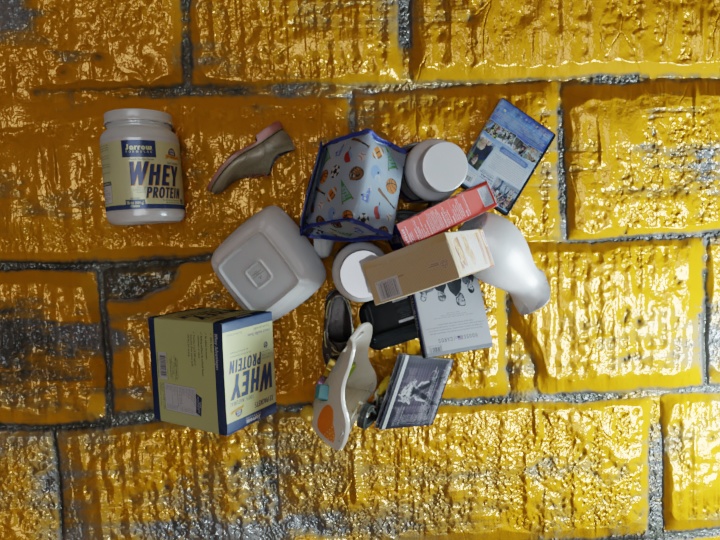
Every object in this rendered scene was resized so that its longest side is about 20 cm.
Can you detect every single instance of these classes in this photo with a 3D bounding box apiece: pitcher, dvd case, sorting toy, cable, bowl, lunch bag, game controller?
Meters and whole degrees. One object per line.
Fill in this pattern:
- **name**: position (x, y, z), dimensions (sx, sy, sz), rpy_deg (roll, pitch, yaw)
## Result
- **pitcher**: position (0.281, -0.034, 1.017), dimensions (0.200, 0.173, 0.121), rpy_deg (41, 125, -20)
- **dvd case**: position (0.172, 0.061, 1.010), dimensions (0.148, 0.025, 0.203), rpy_deg (-5, 77, -18)
- **sorting toy**: position (-0.024, 0.195, 0.973), dimensions (0.106, 0.200, 0.182), rpy_deg (23, 109, 10)
- **cable**: position (0.024, 0.275, 1.018), dimensions (0.050, 0.199, 0.098), rpy_deg (23, 105, 23)
- **dvd case**: position (0.114, 0.244, 1.039), dimensions (0.016, 0.199, 0.151), rpy_deg (20, 93, 40)
- **bowl**: position (-0.189, -0.002, 1.019), dimensions (0.199, 0.075, 0.201), rpy_deg (-36, 96, 16)
- **lunch bag**: position (-0.032, -0.144, 0.930), dimensions (0.123, 0.199, 0.173), rpy_deg (20, 78, -38)
- **dvd case**: position (0.302, -0.238, 1.084), dimensions (0.142, 0.018, 0.202), rpy_deg (31, 91, -5)
- **game controller**: position (0.094, 0.092, 1.062), dimensions (0.198, 0.042, 0.106), rpy_deg (-20, 77, 15)

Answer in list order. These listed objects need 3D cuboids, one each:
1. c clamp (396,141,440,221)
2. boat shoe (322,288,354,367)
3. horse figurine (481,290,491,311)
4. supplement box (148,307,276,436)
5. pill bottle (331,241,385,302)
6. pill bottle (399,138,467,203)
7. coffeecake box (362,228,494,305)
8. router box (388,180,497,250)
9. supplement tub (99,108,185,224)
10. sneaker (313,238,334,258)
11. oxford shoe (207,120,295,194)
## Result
- **c clamp**: position (0.098, -0.174, 1.072), dimensions (0.168, 0.027, 0.203), rpy_deg (12, 93, -4)
- **boat shoe**: position (-0.045, 0.142, 1.067), dimensions (0.071, 0.060, 0.203), rpy_deg (0, 95, -3)
- **horse figurine**: position (0.186, 0.055, 1.080), dimensions (0.132, 0.050, 0.201), rpy_deg (-33, 95, -1)
- **supplement box**: position (-0.280, 0.181, 0.978), dimensions (0.197, 0.134, 0.203), rpy_deg (1, 95, 31)
- **pill bottle**: position (0.000, 0.000, 0.991), dimensions (0.110, 0.200, 0.114), rpy_deg (0, 94, -3)
- **pill bottle**: position (0.127, -0.185, 0.964), dimensions (0.110, 0.200, 0.113), rpy_deg (-1, 96, -9)
- **coffeecake box**: position (0.121, -0.010, 0.869), dimensions (0.152, 0.199, 0.074), rpy_deg (-21, 86, 30)
- **router box**: position (0.141, -0.098, 0.976), dimensions (0.178, 0.200, 0.049), rpy_deg (-26, 93, -2)
- **supplement tub**: position (-0.416, -0.192, 0.984), dimensions (0.143, 0.145, 0.203), rpy_deg (-4, 94, -3)
- **sneaker**: position (-0.028, -0.117, 1.039), dimensions (0.114, 0.074, 0.203), rpy_deg (10, 92, 8)
- **oxford shoe**: position (-0.219, -0.210, 1.033), dimensions (0.199, 0.070, 0.075), rpy_deg (-40, 100, 1)
